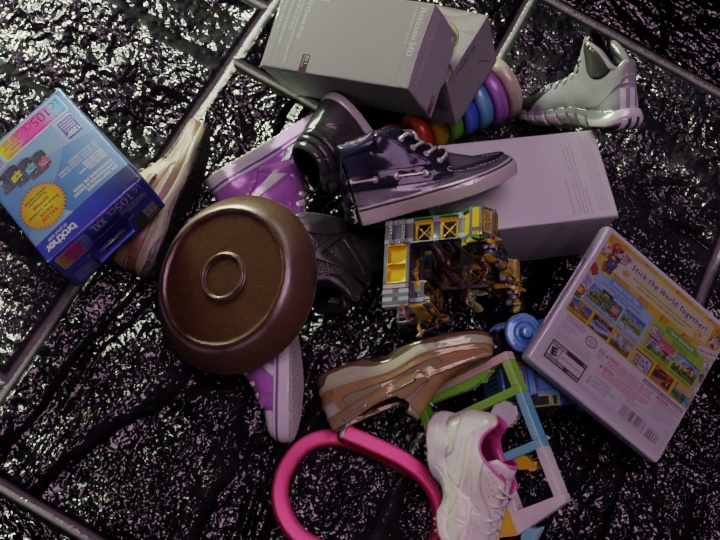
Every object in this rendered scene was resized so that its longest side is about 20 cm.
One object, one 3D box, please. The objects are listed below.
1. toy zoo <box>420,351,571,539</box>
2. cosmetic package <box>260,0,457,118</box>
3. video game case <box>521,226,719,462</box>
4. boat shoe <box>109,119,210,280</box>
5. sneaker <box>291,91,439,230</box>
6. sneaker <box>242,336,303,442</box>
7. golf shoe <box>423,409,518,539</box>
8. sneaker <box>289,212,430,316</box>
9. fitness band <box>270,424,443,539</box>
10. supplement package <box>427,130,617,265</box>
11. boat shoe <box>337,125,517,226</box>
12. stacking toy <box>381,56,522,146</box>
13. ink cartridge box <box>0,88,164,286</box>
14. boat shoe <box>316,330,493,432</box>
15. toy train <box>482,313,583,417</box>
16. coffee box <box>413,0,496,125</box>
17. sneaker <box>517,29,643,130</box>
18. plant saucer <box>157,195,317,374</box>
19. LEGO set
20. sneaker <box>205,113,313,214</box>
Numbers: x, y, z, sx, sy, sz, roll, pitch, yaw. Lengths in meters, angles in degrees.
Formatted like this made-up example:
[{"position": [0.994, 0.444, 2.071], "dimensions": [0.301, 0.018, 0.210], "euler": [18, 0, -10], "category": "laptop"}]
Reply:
[{"position": [0.144, 0.206, 1.093], "dimensions": [0.020, 0.130, 0.202], "euler": [9, 57, -56], "category": "toy zoo"}, {"position": [-0.001, -0.250, 1.148], "dimensions": [0.198, 0.090, 0.108], "euler": [12, 81, 29], "category": "cosmetic package"}, {"position": [0.301, 0.083, 1.132], "dimensions": [0.199, 0.023, 0.183], "euler": [38, 76, -11], "category": "video game case"}, {"position": [-0.234, -0.090, 1.162], "dimensions": [0.073, 0.076, 0.202], "euler": [18, 66, 4], "category": "boat shoe"}, {"position": [0.000, -0.099, 1.157], "dimensions": [0.200, 0.071, 0.099], "euler": [47, 68, -9], "category": "sneaker"}, {"position": [-0.125, 0.095, 1.120], "dimensions": [0.113, 0.073, 0.203], "euler": [-9, 74, 7], "category": "sneaker"}, {"position": [0.124, 0.243, 1.048], "dimensions": [0.091, 0.075, 0.203], "euler": [-15, 79, 28], "category": "golf shoe"}, {"position": [0.000, 0.000, 1.152], "dimensions": [0.198, 0.076, 0.116], "euler": [3, 73, -37], "category": "sneaker"}, {"position": [0.000, 0.253, 1.086], "dimensions": [0.198, 0.037, 0.145], "euler": [25, 67, 2], "category": "fitness band"}, {"position": [0.184, -0.083, 1.209], "dimensions": [0.197, 0.117, 0.119], "euler": [-7, 70, -13], "category": "supplement package"}, {"position": [0.068, -0.119, 1.091], "dimensions": [0.198, 0.075, 0.094], "euler": [-17, 102, -5], "category": "boat shoe"}, {"position": [0.104, -0.188, 1.262], "dimensions": [0.199, 0.085, 0.086], "euler": [-32, 77, -15], "category": "stacking toy"}, {"position": [-0.311, -0.082, 1.103], "dimensions": [0.136, 0.076, 0.200], "euler": [-43, 67, -6], "category": "ink cartridge box"}, {"position": [0.055, 0.126, 1.089], "dimensions": [0.198, 0.072, 0.077], "euler": [-19, 66, 8], "category": "boat shoe"}, {"position": [0.230, 0.107, 1.163], "dimensions": [0.197, 0.087, 0.116], "euler": [-4, 78, -14], "category": "toy train"}, {"position": [0.051, -0.266, 1.238], "dimensions": [0.198, 0.080, 0.114], "euler": [21, 65, 27], "category": "coffee box"}, {"position": [0.270, -0.235, 1.236], "dimensions": [0.074, 0.199, 0.117], "euler": [-10, 105, -31], "category": "sneaker"}, {"position": [-0.143, 0.010, 1.088], "dimensions": [0.198, 0.034, 0.203], "euler": [-7, 72, 22], "category": "plant saucer"}, {"position": [0.102, 0.023, 1.095], "dimensions": [0.152, 0.200, 0.117], "euler": [-1, 68, 11], "category": "LEGO set"}, {"position": [-0.075, -0.108, 1.200], "dimensions": [0.200, 0.073, 0.115], "euler": [-35, 91, -20], "category": "sneaker"}]
